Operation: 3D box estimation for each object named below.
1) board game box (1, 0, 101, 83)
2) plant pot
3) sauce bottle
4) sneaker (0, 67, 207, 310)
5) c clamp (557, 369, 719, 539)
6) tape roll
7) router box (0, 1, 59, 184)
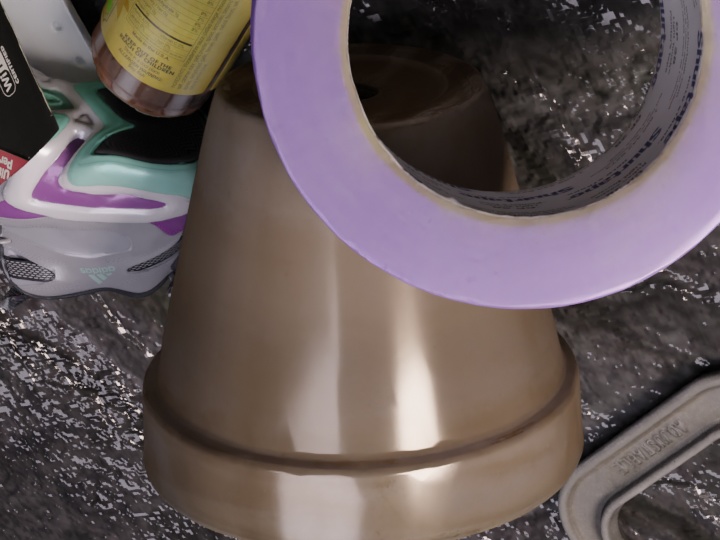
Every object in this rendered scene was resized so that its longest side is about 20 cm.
[{"bbox_3d":[-0.201,-0.093,1.104,0.199,0.026,0.200,-8,124,32],"label":"board game box"},{"bbox_3d":[0.000,0.000,0.986,0.199,0.200,0.174,8,114,21],"label":"plant pot"},{"bbox_3d":[-0.052,-0.148,0.953,0.065,0.065,0.200,34,133,-4],"label":"sauce bottle"},{"bbox_3d":[-0.170,-0.038,1.063,0.199,0.078,0.140,23,135,8],"label":"sneaker"},{"bbox_3d":[0.196,0.124,1.087,0.171,0.027,0.200,44,134,-13],"label":"c clamp"},{"bbox_3d":[0.058,-0.090,0.854,0.199,0.085,0.201,-1,99,-4],"label":"tape roll"},{"bbox_3d":[-0.232,-0.092,0.869,0.199,0.062,0.150,-7,116,33],"label":"router box"}]
